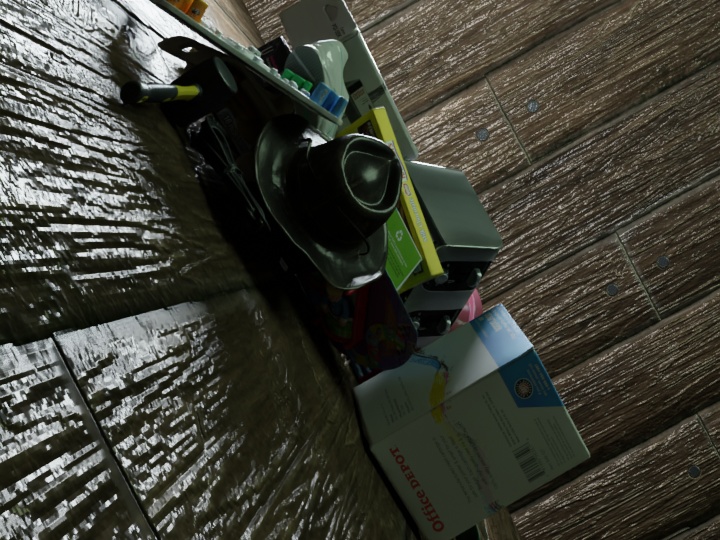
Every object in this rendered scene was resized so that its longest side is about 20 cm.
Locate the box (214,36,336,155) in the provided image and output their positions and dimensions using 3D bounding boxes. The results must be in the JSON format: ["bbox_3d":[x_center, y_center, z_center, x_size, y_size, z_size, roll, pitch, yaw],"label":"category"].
[{"bbox_3d":[-0.091,-0.165,1.390,0.201,0.114,0.133,59,4,-32],"label":"box"}]

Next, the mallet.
[{"bbox_3d":[-0.146,-0.151,0.912,0.041,0.065,0.200,59,4,-4],"label":"mallet"}]

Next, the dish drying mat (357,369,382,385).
[{"bbox_3d":[0.071,0.203,1.314,0.202,0.076,0.018,63,19,2],"label":"dish drying mat"}]

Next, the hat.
[{"bbox_3d":[-0.009,-0.083,1.043,0.200,0.080,0.202,38,35,-33],"label":"hat"}]

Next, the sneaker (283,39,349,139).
[{"bbox_3d":[-0.047,-0.170,1.283,0.070,0.080,0.202,27,-53,22],"label":"sneaker"}]

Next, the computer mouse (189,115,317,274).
[{"bbox_3d":[-0.106,-0.064,1.057,0.141,0.046,0.200,59,6,19],"label":"computer mouse"}]

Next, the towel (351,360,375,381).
[{"bbox_3d":[0.034,0.142,1.436,0.113,0.048,0.200,62,4,4],"label":"towel"}]

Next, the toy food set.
[{"bbox_3d":[-0.124,-0.144,1.128,0.201,0.060,0.143,54,-10,-30],"label":"toy food set"}]

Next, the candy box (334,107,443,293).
[{"bbox_3d":[0.025,-0.074,1.287,0.102,0.026,0.203,-28,-101,52],"label":"candy box"}]

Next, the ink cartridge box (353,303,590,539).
[{"bbox_3d":[0.114,0.164,1.207,0.148,0.198,0.145,60,2,-20],"label":"ink cartridge box"}]

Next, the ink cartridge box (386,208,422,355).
[{"bbox_3d":[0.000,0.000,1.269,0.147,0.076,0.201,14,-35,44],"label":"ink cartridge box"}]

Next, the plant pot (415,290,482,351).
[{"bbox_3d":[0.137,0.082,2.351,0.178,0.199,0.202,18,42,-62],"label":"plant pot"}]

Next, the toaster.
[{"bbox_3d":[0.067,-0.025,1.396,0.117,0.182,0.201,5,41,-31],"label":"toaster"}]

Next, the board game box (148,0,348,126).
[{"bbox_3d":[-0.114,-0.218,1.099,0.199,0.026,0.200,32,5,-20],"label":"board game box"}]

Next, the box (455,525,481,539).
[{"bbox_3d":[0.116,0.257,1.454,0.145,0.036,0.202,-103,176,-50],"label":"box"}]

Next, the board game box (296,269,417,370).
[{"bbox_3d":[-0.027,0.027,1.176,0.157,0.039,0.202,-14,-75,54],"label":"board game box"}]

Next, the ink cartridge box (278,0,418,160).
[{"bbox_3d":[-0.015,-0.233,1.396,0.201,0.082,0.148,59,6,-39],"label":"ink cartridge box"}]

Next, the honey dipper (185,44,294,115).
[{"bbox_3d":[-0.130,-0.203,1.199,0.199,0.038,0.038,35,-18,48],"label":"honey dipper"}]
